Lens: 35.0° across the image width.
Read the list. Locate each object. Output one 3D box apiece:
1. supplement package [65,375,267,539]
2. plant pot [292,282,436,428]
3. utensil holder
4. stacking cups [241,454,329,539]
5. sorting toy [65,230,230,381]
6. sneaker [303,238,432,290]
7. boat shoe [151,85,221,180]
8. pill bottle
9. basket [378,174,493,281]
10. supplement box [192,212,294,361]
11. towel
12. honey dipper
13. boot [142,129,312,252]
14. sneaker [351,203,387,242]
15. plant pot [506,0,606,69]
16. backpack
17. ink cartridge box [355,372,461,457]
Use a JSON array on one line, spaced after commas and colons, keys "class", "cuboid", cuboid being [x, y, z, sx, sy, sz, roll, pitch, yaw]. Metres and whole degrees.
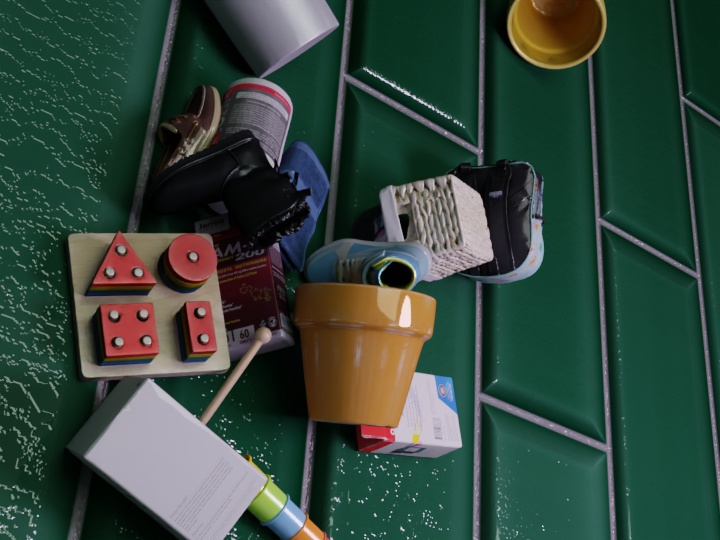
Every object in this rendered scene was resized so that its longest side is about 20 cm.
[{"class": "supplement package", "cuboid": [-0.239, 0.236, 1.405, 0.200, 0.120, 0.121, 44, 71, -17]}, {"class": "plant pot", "cuboid": [-0.001, 0.123, 1.595, 0.200, 0.200, 0.183, 12, 78, -38]}, {"class": "utensil holder", "cuboid": [-0.153, -0.431, 1.818, 0.200, 0.170, 0.170, 57, 44, -8]}, {"class": "stacking cups", "cuboid": [-0.106, 0.338, 1.547, 0.200, 0.060, 0.061, 49, 45, -16]}, {"class": "sorting toy", "cuboid": [-0.272, 0.036, 1.503, 0.200, 0.070, 0.199, -1, 69, -27]}, {"class": "sneaker", "cuboid": [0.000, 0.000, 1.699, 0.131, 0.200, 0.080, -49, 131, -72]}, {"class": "boat shoe", "cuboid": [-0.260, -0.198, 1.670, 0.072, 0.072, 0.200, 29, 58, -29]}, {"class": "pill bottle", "cuboid": [-0.172, -0.181, 1.709, 0.111, 0.111, 0.200, 31, 51, -27]}, {"class": "basket", "cuboid": [0.126, -0.068, 1.839, 0.200, 0.123, 0.136, 17, 61, -68]}, {"class": "supplement box", "cuboid": [-0.165, 0.017, 1.608, 0.061, 0.109, 0.200, 45, 31, -67]}, {"class": "towel", "cuboid": [-0.101, -0.099, 1.749, 0.112, 0.048, 0.200, 62, 36, -41]}, {"class": "honey dipper", "cuboid": [-0.181, 0.158, 1.514, 0.038, 0.038, 0.200, 38, 77, -21]}, {"class": "boot", "cuboid": [-0.178, -0.092, 1.567, 0.198, 0.073, 0.163, -32, 66, -13]}, {"class": "sneaker", "cuboid": [0.039, -0.013, 1.854, 0.086, 0.080, 0.200, 36, 49, -48]}, {"class": "plant pot", "cuboid": [0.407, -0.548, 2.373, 0.201, 0.201, 0.189, 41, 33, -19]}, {"class": "backpack", "cuboid": [0.233, -0.075, 1.976, 0.153, 0.176, 0.200, 36, 53, -65]}, {"class": "ink cartridge box", "cuboid": [0.055, 0.216, 1.741, 0.200, 0.067, 0.116, 13, 60, -38]}]
